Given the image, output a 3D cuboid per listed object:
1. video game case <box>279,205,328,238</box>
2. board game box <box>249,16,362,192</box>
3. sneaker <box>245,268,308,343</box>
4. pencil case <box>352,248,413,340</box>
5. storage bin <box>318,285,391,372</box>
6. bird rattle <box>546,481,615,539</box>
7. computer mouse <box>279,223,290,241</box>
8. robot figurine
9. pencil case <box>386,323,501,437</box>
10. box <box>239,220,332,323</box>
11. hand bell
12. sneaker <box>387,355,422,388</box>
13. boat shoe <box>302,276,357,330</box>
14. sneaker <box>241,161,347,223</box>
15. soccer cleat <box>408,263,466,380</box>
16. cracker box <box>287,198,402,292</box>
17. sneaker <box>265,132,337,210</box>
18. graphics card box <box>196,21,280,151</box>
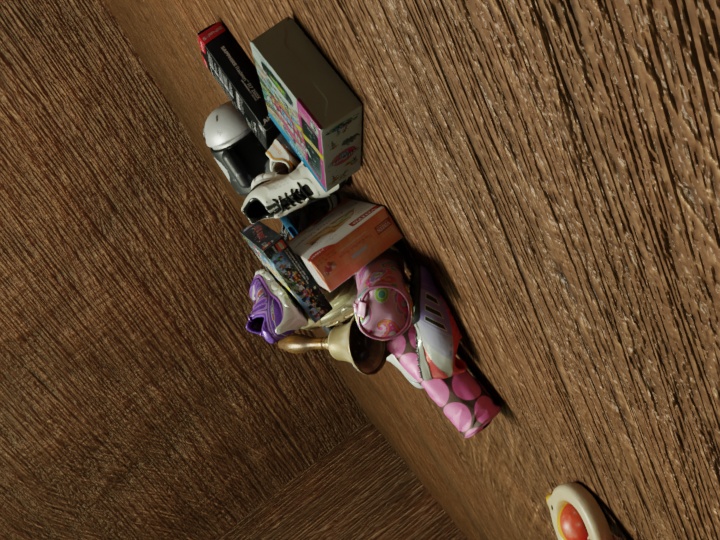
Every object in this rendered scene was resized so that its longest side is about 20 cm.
[{"bbox_3d":[-0.090,-0.088,1.483,0.201,0.018,0.144,56,-152,-33],"label":"video game case"},{"bbox_3d":[-0.065,-0.206,1.074,0.148,0.064,0.200,53,172,13],"label":"board game box"},{"bbox_3d":[-0.149,0.058,1.308,0.081,0.083,0.200,55,173,-19],"label":"sneaker"},{"bbox_3d":[0.028,0.027,1.193,0.088,0.087,0.200,57,-172,-17],"label":"pencil case"},{"bbox_3d":[-0.010,0.068,1.536,0.200,0.135,0.094,48,169,38],"label":"storage bin"},{"bbox_3d":[0.308,0.375,1.151,0.200,0.111,0.165,97,153,-73],"label":"bird rattle"},{"bbox_3d":[-0.074,-0.050,1.669,0.198,0.142,0.046,22,-152,8],"label":"computer mouse"},{"bbox_3d":[-0.211,-0.221,1.574,0.150,0.124,0.201,23,148,59],"label":"robot figurine"},{"bbox_3d":[0.134,0.168,1.322,0.201,0.090,0.094,51,177,14],"label":"pencil case"},{"bbox_3d":[-0.119,-0.003,1.309,0.137,0.038,0.200,56,171,-19],"label":"box"},{"bbox_3d":[-0.062,0.119,1.376,0.198,0.105,0.105,-6,127,38],"label":"hand bell"},{"bbox_3d":[0.073,0.146,1.650,0.199,0.073,0.071,37,154,35],"label":"sneaker"},{"bbox_3d":[-0.044,0.068,1.412,0.064,0.072,0.200,33,152,-14],"label":"boat shoe"},{"bbox_3d":[-0.103,-0.118,1.294,0.198,0.080,0.074,-15,124,39],"label":"sneaker"},{"bbox_3d":[0.111,0.074,1.216,0.069,0.072,0.202,-87,-11,-57],"label":"soccer cleat"},{"bbox_3d":[-0.032,-0.044,1.262,0.058,0.133,0.200,56,170,-17],"label":"cracker box"},{"bbox_3d":[-0.102,-0.158,1.399,0.078,0.079,0.201,47,170,36],"label":"sneaker"},{"bbox_3d":[-0.199,-0.310,1.428,0.201,0.051,0.126,55,171,5],"label":"graphics card box"}]
